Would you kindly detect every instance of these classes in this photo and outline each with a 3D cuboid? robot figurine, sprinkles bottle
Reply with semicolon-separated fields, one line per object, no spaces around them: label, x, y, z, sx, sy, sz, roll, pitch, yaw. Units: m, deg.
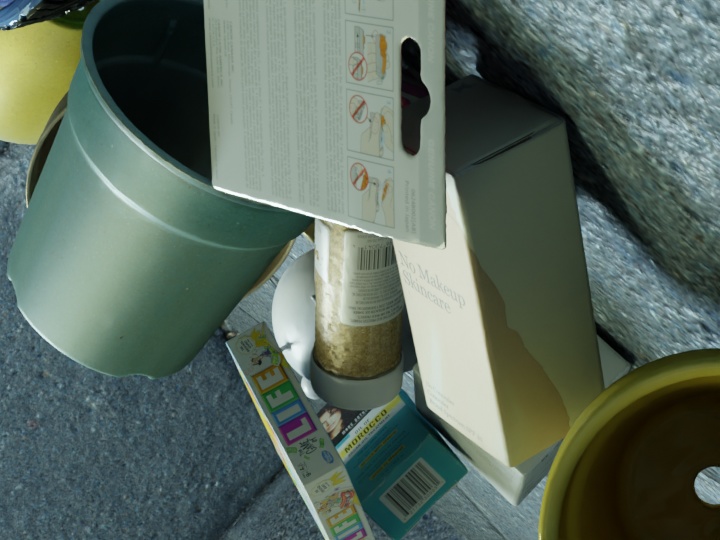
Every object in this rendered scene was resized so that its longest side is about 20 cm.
robot figurine;0.008;0.031;1.524;0.113;0.170;0.199;38;-151;27
sprinkles bottle;0.000;0.000;1.362;0.068;0.068;0.201;36;135;42

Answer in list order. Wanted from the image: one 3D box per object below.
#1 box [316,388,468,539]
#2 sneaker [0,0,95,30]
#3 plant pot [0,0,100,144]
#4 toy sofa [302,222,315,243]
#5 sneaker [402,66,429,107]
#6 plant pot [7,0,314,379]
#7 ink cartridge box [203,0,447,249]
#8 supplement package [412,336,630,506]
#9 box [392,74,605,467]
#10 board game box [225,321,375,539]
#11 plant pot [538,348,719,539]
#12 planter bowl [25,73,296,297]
box;0.019;0.145;1.577;0.049;0.082;0.200;45;180;-20
sneaker;-0.202;-0.236;1.315;0.200;0.075;0.079;-40;79;40
plant pot;-0.253;-0.218;1.534;0.200;0.200;0.142;44;152;-10
toy sofa;-0.074;-0.099;1.555;0.200;0.083;0.098;36;169;43
sneaker;0.026;-0.087;1.175;0.199;0.082;0.088;31;-157;4
plant pot;-0.130;-0.045;1.264;0.199;0.197;0.201;23;-145;-17
ink cartridge box;-0.010;-0.109;1.053;0.199;0.047;0.161;16;113;45
supplement package;0.119;0.090;1.460;0.117;0.117;0.200;43;172;10
box;0.075;0.000;1.095;0.095;0.077;0.201;33;144;51
board game box;-0.040;0.142;1.454;0.135;0.034;0.200;58;173;30
plant pot;0.205;0.139;1.097;0.201;0.201;0.189;42;-172;3
planter bowl;-0.144;-0.085;1.419;0.200;0.200;0.135;47;-162;-27
